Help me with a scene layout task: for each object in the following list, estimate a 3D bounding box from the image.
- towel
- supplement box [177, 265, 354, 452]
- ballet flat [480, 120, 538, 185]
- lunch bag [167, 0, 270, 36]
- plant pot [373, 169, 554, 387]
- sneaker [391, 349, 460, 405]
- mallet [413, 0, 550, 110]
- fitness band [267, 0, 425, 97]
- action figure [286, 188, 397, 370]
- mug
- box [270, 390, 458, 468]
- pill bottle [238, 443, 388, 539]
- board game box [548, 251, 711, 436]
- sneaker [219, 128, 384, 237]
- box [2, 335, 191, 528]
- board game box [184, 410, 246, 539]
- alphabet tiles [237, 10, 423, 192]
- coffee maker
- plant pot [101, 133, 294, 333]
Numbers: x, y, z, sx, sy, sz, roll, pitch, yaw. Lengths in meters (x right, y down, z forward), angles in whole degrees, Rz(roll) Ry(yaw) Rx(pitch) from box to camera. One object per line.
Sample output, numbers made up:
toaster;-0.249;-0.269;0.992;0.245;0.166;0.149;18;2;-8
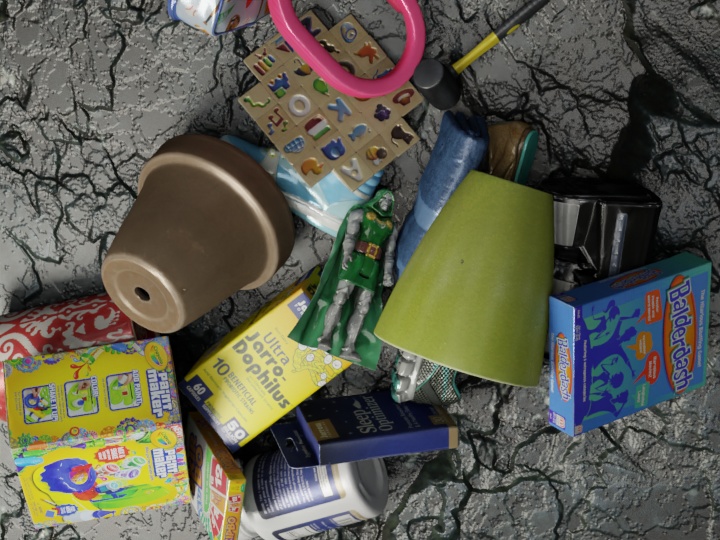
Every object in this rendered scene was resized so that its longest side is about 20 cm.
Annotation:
towel;0.087;-0.080;1.668;0.048;0.112;0.201;20;109;-9
supplement box;-0.101;0.105;1.750;0.200;0.110;0.109;-38;97;16
ballet flat;0.152;-0.076;1.691;0.072;0.068;0.201;16;108;26
lunch bag;-0.130;-0.349;1.589;0.075;0.200;0.161;22;120;12
plant pot;0.131;0.000;1.575;0.186;0.187;0.201;17;95;4
sneaker;0.103;0.068;1.724;0.091;0.078;0.201;17;97;-6
mallet;0.142;-0.261;1.638;0.200;0.066;0.041;-42;61;14
fitness band;-0.013;-0.283;1.621;0.200;0.037;0.144;44;72;-21
action figure;0.000;0.000;1.666;0.118;0.055;0.201;23;76;-29
mug;-0.347;0.103;1.801;0.199;0.178;0.134;-16;65;8
box;0.002;0.182;1.711;0.199;0.121;0.033;-7;111;-14
pill bottle;-0.076;0.267;1.783;0.199;0.111;0.112;-19;101;22
board game box;0.293;0.078;1.591;0.199;0.045;0.153;-17;116;-30
sneaker;-0.064;-0.136;1.698;0.199;0.080;0.131;28;109;-9
box;-0.304;0.191;1.718;0.192;0.122;0.200;-9;146;-8
board game box;-0.181;0.247;1.762;0.030;0.200;0.096;2;109;-21
alphabet tiles;-0.033;-0.193;1.663;0.166;0.006;0.200;-38;81;-9
coffee maker;0.278;-0.001;1.664;0.191;0.135;0.201;-4;110;-32
plant pot;-0.200;-0.025;1.659;0.199;0.175;0.201;22;140;20
